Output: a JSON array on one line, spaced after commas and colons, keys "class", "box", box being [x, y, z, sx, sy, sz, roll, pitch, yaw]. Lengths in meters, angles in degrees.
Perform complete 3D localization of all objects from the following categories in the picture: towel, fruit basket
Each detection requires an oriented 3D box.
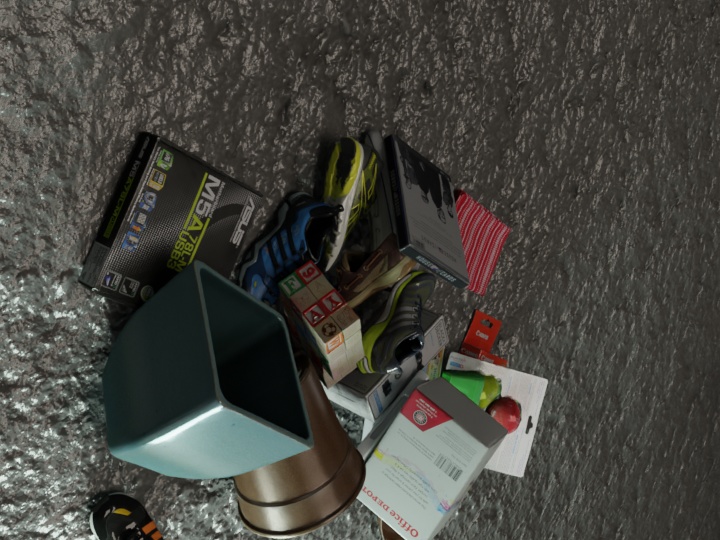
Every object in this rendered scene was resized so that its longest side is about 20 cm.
[{"class": "towel", "box": [0.201, -0.047, 1.665, 0.199, 0.022, 0.147, 27, 84, -50]}, {"class": "fruit basket", "box": [0.229, 0.263, 1.675, 0.196, 0.094, 0.189, 16, 88, -17]}]

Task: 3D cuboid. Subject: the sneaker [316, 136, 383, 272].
[{"class": "sneaker", "box": [-0.016, -0.090, 1.339, 0.084, 0.074, 0.203, 2, 113, -42]}]

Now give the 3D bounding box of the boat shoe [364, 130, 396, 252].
[{"class": "boat shoe", "box": [0.021, -0.107, 1.397, 0.068, 0.071, 0.204, -11, 99, 0]}]

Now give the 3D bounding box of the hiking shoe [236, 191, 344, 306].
[{"class": "hiking shoe", "box": [-0.104, -0.017, 1.276, 0.074, 0.086, 0.203, 37, 75, -48]}]

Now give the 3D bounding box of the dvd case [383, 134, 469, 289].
[{"class": "dvd case", "box": [0.097, -0.087, 1.351, 0.149, 0.025, 0.203, 30, 43, -42]}]

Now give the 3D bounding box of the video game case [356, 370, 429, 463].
[{"class": "video game case", "box": [0.053, 0.265, 1.509, 0.183, 0.024, 0.201, -49, 161, -14]}]

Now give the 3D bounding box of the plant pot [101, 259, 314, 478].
[{"class": "plant pot", "box": [-0.205, 0.146, 1.125, 0.198, 0.198, 0.196, -29, 144, 17]}]

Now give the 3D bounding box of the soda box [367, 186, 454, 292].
[{"class": "soda box", "box": [0.074, -0.065, 1.480, 0.068, 0.063, 0.203, 32, 79, -50]}]

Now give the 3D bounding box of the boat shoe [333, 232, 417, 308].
[{"class": "boat shoe", "box": [0.000, 0.000, 1.352, 0.072, 0.199, 0.072, 50, 49, -10]}]

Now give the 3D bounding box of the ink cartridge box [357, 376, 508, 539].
[{"class": "ink cartridge box", "box": [0.108, 0.297, 1.431, 0.202, 0.144, 0.144, -57, 163, 13]}]

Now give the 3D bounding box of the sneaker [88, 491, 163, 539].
[{"class": "sneaker", "box": [-0.282, 0.373, 1.217, 0.070, 0.089, 0.202, -44, 133, -28]}]

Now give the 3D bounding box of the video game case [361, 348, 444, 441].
[{"class": "video game case", "box": [0.076, 0.226, 1.625, 0.180, 0.023, 0.204, -5, 107, -48]}]

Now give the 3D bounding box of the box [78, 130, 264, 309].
[{"class": "box", "box": [-0.232, -0.042, 1.152, 0.192, 0.047, 0.203, 28, 84, -47]}]

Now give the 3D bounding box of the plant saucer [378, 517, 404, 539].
[{"class": "plant saucer", "box": [0.092, 0.417, 1.705, 0.199, 0.036, 0.205, -20, 118, -43]}]

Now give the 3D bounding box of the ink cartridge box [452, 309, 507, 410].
[{"class": "ink cartridge box", "box": [0.229, 0.188, 1.762, 0.108, 0.050, 0.203, 23, 87, -49]}]

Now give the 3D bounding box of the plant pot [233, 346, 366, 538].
[{"class": "plant pot", "box": [-0.110, 0.229, 1.295, 0.199, 0.198, 0.201, -36, 121, -34]}]

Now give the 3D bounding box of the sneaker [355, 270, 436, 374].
[{"class": "sneaker", "box": [0.073, 0.086, 1.420, 0.201, 0.080, 0.074, -57, 143, -27]}]

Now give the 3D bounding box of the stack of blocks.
[{"class": "stack of blocks", "box": [-0.050, 0.091, 1.298, 0.058, 0.115, 0.201, -34, 153, -15]}]

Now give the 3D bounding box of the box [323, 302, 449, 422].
[{"class": "box", "box": [0.039, 0.138, 1.476, 0.200, 0.115, 0.061, -45, 133, -29]}]
